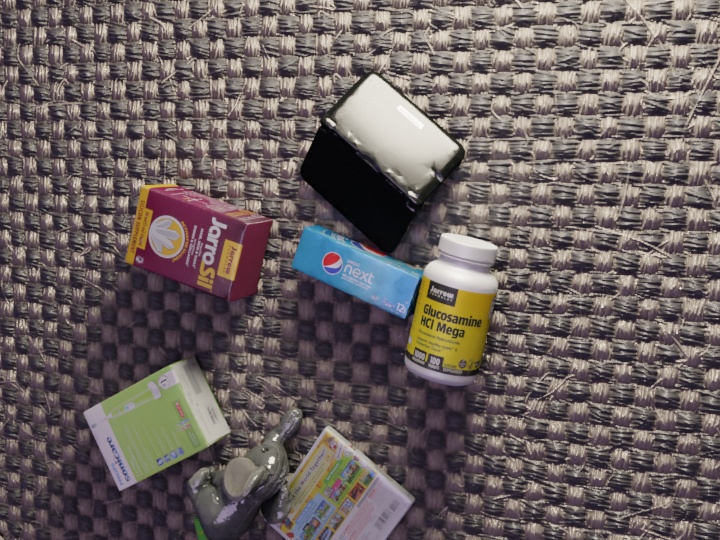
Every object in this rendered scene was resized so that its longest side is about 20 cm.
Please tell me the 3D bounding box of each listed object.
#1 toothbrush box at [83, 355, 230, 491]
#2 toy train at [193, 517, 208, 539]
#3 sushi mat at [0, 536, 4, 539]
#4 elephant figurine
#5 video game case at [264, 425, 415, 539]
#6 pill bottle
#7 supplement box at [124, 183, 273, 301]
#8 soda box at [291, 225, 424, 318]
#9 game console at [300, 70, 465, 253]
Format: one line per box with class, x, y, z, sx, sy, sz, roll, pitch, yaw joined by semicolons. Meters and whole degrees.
toothbrush box;-0.338;0.253;1.613;0.198;0.086;0.147;-29;87;19
toy train;-0.237;0.503;1.632;0.056;0.042;0.203;-10;93;30
sushi mat;-0.654;0.567;1.801;0.200;0.012;0.096;44;107;10
elephant figurine;-0.169;0.334;1.531;0.199;0.141;0.157;-31;80;24
video game case;-0.036;0.383;1.555;0.181;0.023;0.201;38;108;12
pill bottle;0.136;0.055;1.406;0.111;0.112;0.203;15;101;17
supplement box;-0.256;-0.046;1.540;0.197;0.103;0.133;19;101;16
soda box;0.000;0.000;1.474;0.198;0.064;0.069;24;103;15
game console;0.030;-0.164;1.470;0.200;0.117;0.176;41;78;10
